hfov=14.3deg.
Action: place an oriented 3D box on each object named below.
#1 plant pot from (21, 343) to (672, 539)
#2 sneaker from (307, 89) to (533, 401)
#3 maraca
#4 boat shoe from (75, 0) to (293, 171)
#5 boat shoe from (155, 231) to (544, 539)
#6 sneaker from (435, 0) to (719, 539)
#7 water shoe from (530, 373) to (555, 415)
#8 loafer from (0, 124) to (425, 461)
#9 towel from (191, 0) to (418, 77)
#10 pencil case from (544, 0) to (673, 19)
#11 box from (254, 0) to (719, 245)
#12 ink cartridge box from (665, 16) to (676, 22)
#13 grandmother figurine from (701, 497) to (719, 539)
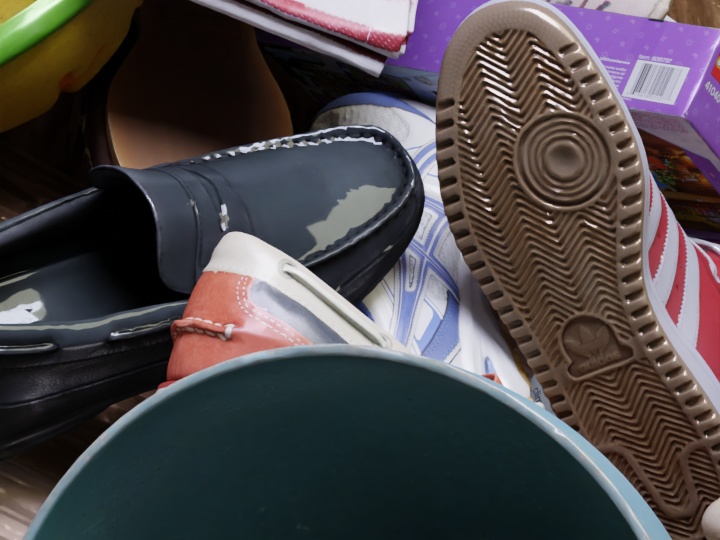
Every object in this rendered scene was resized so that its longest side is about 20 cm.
[{"bbox_3d":[0.015,0.123,0.788,0.200,0.200,0.135,48,13,18],"label":"plant pot"},{"bbox_3d":[0.000,0.000,0.994,0.088,0.075,0.200,19,35,-29],"label":"sneaker"},{"bbox_3d":[-0.123,-0.120,1.008,0.200,0.137,0.107,-55,134,-37],"label":"maraca"},{"bbox_3d":[-0.068,-0.056,1.052,0.070,0.070,0.200,14,37,-15],"label":"boat shoe"},{"bbox_3d":[0.026,0.057,0.892,0.200,0.071,0.063,28,68,-25],"label":"boat shoe"},{"bbox_3d":[0.089,-0.012,0.989,0.201,0.071,0.113,67,24,-15],"label":"sneaker"},{"bbox_3d":[0.137,0.094,1.058,0.071,0.079,0.200,-8,53,-52],"label":"water shoe"},{"bbox_3d":[-0.063,-0.002,0.903,0.200,0.071,0.068,-24,55,-26],"label":"loafer"},{"bbox_3d":[-0.038,-0.163,1.000,0.144,0.023,0.200,21,45,-12],"label":"towel"},{"bbox_3d":[0.026,-0.142,1.095,0.199,0.078,0.089,25,5,-2],"label":"pencil case"},{"bbox_3d":[0.074,-0.054,1.080,0.200,0.039,0.137,14,-20,38],"label":"box"},{"bbox_3d":[0.087,-0.097,1.315,0.200,0.050,0.161,35,29,3],"label":"ink cartridge box"},{"bbox_3d":[0.146,0.084,0.931,0.060,0.201,0.121,15,-10,20],"label":"grandmother figurine"}]
